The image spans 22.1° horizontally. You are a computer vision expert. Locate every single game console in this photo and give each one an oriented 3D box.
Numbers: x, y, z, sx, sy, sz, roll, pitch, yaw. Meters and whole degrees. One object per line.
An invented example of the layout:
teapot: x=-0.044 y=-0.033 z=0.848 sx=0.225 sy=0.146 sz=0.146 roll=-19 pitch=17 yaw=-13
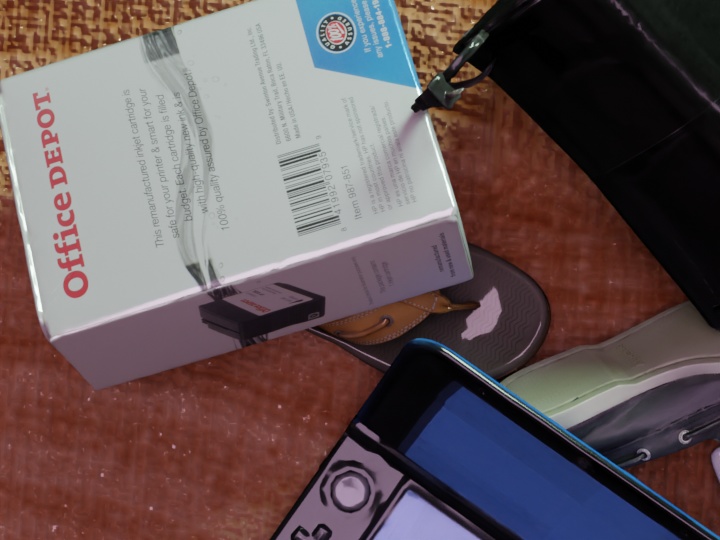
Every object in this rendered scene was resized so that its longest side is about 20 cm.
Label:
game console: x=0.061 y=0.154 z=0.906 sx=0.200 sy=0.118 sz=0.171 roll=35 pitch=90 yaw=3

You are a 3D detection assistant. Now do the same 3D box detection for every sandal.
sandal: x=0.000 y=0.000 z=0.942 sx=0.200 sy=0.055 sz=0.082 roll=28 pitch=88 yaw=4

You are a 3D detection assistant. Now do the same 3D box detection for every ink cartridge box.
ink cartridge box: x=-0.061 y=-0.044 z=0.898 sx=0.199 sy=0.084 sz=0.145 roll=-17 pitch=66 yaw=2

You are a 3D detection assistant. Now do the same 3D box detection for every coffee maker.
coffee maker: x=0.150 y=-0.070 z=0.882 sx=0.192 sy=0.135 sz=0.200 roll=-43 pitch=96 yaw=-9

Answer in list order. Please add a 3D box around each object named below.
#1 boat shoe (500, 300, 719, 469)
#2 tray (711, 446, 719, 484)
boat shoe: x=0.167 y=0.063 z=0.931 sx=0.199 sy=0.075 sz=0.066 roll=-21 pitch=117 yaw=-7
tray: x=0.256 y=0.156 z=0.902 sx=0.107 sy=0.022 sz=0.200 roll=-26 pitch=58 yaw=14
